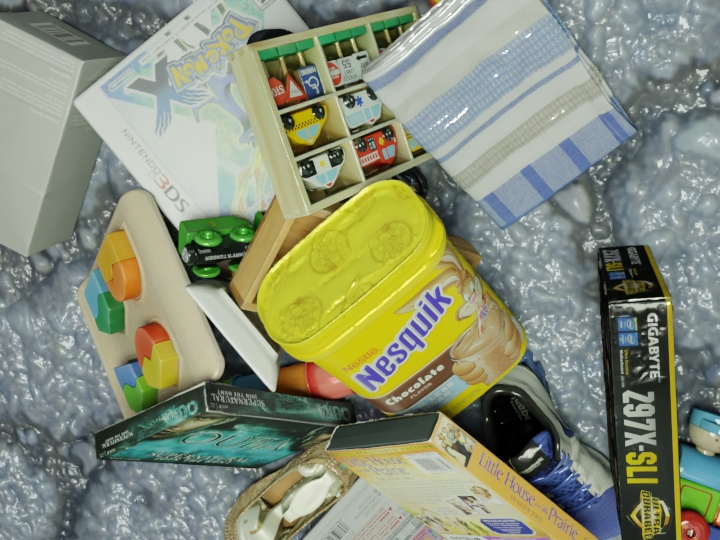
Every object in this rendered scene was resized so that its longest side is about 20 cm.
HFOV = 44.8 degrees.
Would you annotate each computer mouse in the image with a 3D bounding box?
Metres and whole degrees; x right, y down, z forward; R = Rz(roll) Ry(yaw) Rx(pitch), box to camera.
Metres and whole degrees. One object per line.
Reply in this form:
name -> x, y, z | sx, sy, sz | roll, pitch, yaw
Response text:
computer mouse -> -0.021, -0.125, 0.743 | 0.200, 0.059, 0.034 | 46, 143, -8

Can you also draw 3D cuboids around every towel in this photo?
towel -> 0.114, -0.133, 0.692 | 0.147, 0.024, 0.200 | -37, 121, 17

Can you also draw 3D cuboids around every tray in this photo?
tray -> -0.100, 0.045, 0.761 | 0.022, 0.200, 0.107 | -39, 94, -2
tray -> 0.000, 0.000, 0.736 | 0.200, 0.037, 0.099 | 14, 115, -37

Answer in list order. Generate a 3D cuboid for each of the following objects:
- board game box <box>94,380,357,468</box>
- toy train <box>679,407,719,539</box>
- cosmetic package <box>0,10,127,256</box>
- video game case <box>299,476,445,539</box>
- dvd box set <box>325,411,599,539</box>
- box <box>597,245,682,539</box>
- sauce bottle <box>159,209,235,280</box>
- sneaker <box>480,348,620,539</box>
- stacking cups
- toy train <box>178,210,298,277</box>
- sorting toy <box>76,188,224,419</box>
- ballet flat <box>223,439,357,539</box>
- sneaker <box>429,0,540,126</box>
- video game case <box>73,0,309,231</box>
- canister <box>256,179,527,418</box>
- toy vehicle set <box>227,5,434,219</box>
board game box -> -0.113, 0.143, 0.781 | 0.135, 0.200, 0.028 | -27, 64, 29
toy train -> 0.361, 0.201, 0.753 | 0.200, 0.085, 0.116 | 18, 95, 8
cosmetic package -> -0.306, -0.126, 0.815 | 0.107, 0.090, 0.200 | 28, 113, 6
video game case -> 0.056, 0.277, 0.872 | 0.182, 0.022, 0.200 | 40, 109, 1
dvd box set -> 0.084, 0.191, 0.744 | 0.200, 0.029, 0.146 | 40, 147, -20
box -> 0.223, 0.095, 0.708 | 0.049, 0.160, 0.200 | -3, 104, 15
sauce bottle -> -0.101, -0.019, 0.806 | 0.200, 0.066, 0.066 | 20, 109, 10
sneaker -> 0.158, 0.168, 0.767 | 0.080, 0.115, 0.200 | -33, 96, 20
stacking cups -> -0.097, 0.121, 0.853 | 0.200, 0.061, 0.061 | -17, 101, 12
toy train -> -0.059, -0.030, 0.745 | 0.200, 0.056, 0.042 | -8, 122, -28
sorting toy -> -0.203, 0.052, 0.791 | 0.200, 0.036, 0.185 | -43, 68, 49
ballet flat -> -0.077, 0.234, 0.869 | 0.070, 0.065, 0.200 | 41, 111, -4
sneaker -> 0.093, -0.191, 0.701 | 0.073, 0.077, 0.200 | -26, 107, 18
video game case -> -0.114, -0.138, 0.761 | 0.200, 0.022, 0.182 | -40, 94, -2
canister -> 0.035, 0.039, 0.699 | 0.148, 0.087, 0.200 | -40, 137, 7
toy vehicle set -> -0.005, -0.130, 0.684 | 0.026, 0.200, 0.125 | -10, 104, 43
